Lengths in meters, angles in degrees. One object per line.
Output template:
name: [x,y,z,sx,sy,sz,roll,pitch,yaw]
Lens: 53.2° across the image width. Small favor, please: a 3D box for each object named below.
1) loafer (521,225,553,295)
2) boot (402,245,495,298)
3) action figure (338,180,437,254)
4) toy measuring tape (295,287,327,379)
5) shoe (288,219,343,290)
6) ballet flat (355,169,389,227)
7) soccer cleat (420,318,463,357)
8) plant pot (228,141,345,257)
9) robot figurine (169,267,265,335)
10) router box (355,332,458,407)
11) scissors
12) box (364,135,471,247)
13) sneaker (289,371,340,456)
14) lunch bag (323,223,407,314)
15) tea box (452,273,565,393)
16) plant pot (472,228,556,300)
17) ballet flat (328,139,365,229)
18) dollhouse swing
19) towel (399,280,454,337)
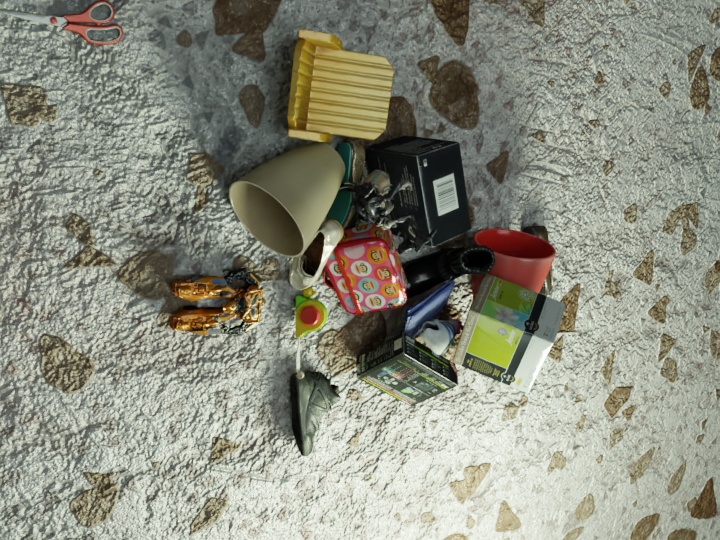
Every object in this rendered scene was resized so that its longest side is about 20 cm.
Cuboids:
loafer: [0.479,-0.028,1.879,0.071,0.073,0.200,-24,115,-22]
boot: [0.191,0.000,1.656,0.211,0.158,0.080,-30,105,-23]
action figure: [0.055,-0.124,1.446,0.200,0.119,0.102,43,61,-8]
toy measuring tape: [-0.105,0.135,1.559,0.073,0.074,0.201,0,91,-31]
shoe: [-0.104,-0.026,1.483,0.200,0.070,0.053,-55,173,37]
ballet flat: [0.017,-0.122,1.547,0.067,0.068,0.200,-49,151,-48]
soccer cleat: [0.193,0.141,1.719,0.086,0.200,0.070,38,106,4]
plant pot: [-0.124,-0.161,1.429,0.200,0.187,0.188,-48,123,-29]
robot figurine: [-0.281,0.069,1.453,0.200,0.058,0.145,-1,105,-30]
router box: [0.110,0.237,1.687,0.150,0.062,0.200,-32,130,32]
scissors: [-0.503,-0.412,1.209,0.200,0.014,0.073,-16,113,-29]
box: [0.123,-0.176,1.543,0.117,0.200,0.197,-23,115,-27]
sneaker: [-0.098,0.322,1.626,0.114,0.076,0.200,-4,101,-24]
lunch bag: [0.000,0.000,1.557,0.176,0.082,0.200,-10,127,16]
tea box: [0.337,0.145,1.655,0.200,0.196,0.134,100,16,-47]
plant pot: [0.361,0.014,1.760,0.200,0.200,0.178,-7,117,-30]
ballet flat: [-0.022,-0.177,1.540,0.065,0.070,0.201,-4,110,-47]
dollhouse swing: [-0.034,-0.350,1.412,0.175,0.182,0.201,9,101,5]
towel: [0.148,0.101,1.675,0.145,0.024,0.200,-35,162,-19]
